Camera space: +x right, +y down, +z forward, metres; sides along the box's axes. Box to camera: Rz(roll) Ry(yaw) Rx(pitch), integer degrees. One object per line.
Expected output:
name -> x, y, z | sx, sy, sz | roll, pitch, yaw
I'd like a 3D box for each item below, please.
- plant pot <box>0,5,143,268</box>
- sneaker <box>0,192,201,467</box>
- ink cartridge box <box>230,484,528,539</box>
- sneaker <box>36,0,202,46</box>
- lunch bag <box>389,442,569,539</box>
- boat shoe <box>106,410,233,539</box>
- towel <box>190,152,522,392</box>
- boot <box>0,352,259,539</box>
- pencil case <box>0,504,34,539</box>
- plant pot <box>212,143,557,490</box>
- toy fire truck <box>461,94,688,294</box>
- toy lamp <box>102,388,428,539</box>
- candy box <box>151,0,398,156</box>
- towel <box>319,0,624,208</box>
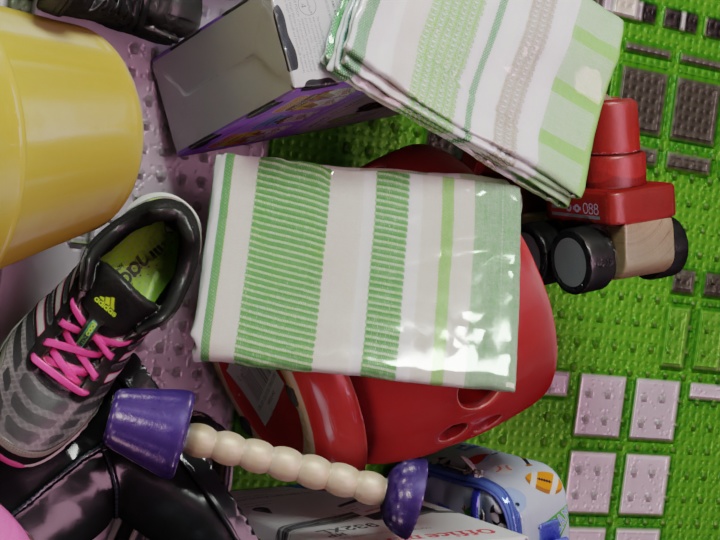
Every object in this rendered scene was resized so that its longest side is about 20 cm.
plant pot -> -0.236, -0.077, 1.153 | 0.188, 0.200, 0.202 | -8, 101, -50
sneaker -> -0.161, 0.030, 1.197 | 0.074, 0.087, 0.200 | 38, 75, -5
ink cartridge box -> -0.003, 0.204, 1.335 | 0.145, 0.200, 0.084 | 0, 96, -35
sneaker -> -0.142, -0.176, 1.216 | 0.104, 0.200, 0.060 | 14, 95, -10
lunch bag -> 0.090, 0.224, 1.428 | 0.075, 0.160, 0.201 | -14, 105, -33
boat shoe -> -0.131, 0.194, 1.329 | 0.074, 0.060, 0.201 | 19, 84, -33
towel -> 0.000, 0.000, 1.226 | 0.199, 0.023, 0.153 | 5, 60, 0
boot -> -0.170, 0.160, 1.249 | 0.162, 0.073, 0.199 | -35, 90, -16
pencil case -> -0.273, 0.136, 1.139 | 0.094, 0.091, 0.200 | -47, 112, -18
plant pot -> 0.006, 0.041, 1.326 | 0.182, 0.200, 0.201 | -29, 112, -23
toy fire truck -> 0.132, -0.091, 1.410 | 0.128, 0.176, 0.201 | -9, 100, -33
toy lamp -> -0.059, 0.115, 1.215 | 0.199, 0.058, 0.059 | 14, 87, -6
candy box -> -0.010, -0.143, 1.303 | 0.199, 0.168, 0.072 | -13, 86, -34
towel -> 0.079, -0.147, 1.241 | 0.199, 0.031, 0.150 | 28, 67, -25
